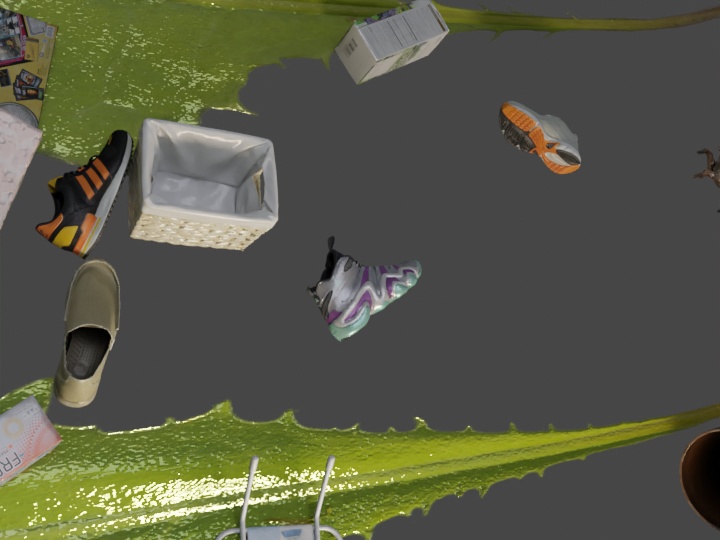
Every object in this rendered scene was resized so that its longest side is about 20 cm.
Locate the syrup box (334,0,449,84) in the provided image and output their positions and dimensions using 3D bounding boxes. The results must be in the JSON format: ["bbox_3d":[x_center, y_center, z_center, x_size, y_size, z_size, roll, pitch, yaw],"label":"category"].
[{"bbox_3d":[0.059,-0.413,1.591,0.199,0.079,0.082,-32,87,-36],"label":"syrup box"}]

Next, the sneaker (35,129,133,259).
[{"bbox_3d":[-0.377,-0.121,1.215,0.089,0.070,0.204,24,61,-23],"label":"sneaker"}]

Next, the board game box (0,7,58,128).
[{"bbox_3d":[-0.502,-0.268,1.224,0.133,0.035,0.204,14,64,-25],"label":"board game box"}]

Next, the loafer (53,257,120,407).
[{"bbox_3d":[-0.348,0.073,1.152,0.074,0.068,0.204,13,64,-25],"label":"loafer"}]

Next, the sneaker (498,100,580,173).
[{"bbox_3d":[0.345,-0.272,1.715,0.198,0.075,0.093,33,49,-24],"label":"sneaker"}]

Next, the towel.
[{"bbox_3d":[-0.530,-0.133,1.129,0.189,0.032,0.203,26,72,-20],"label":"towel"}]

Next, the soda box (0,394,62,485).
[{"bbox_3d":[-0.451,0.231,1.028,0.199,0.063,0.069,-36,90,-37],"label":"soda box"}]

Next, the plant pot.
[{"bbox_3d":[0.704,0.353,1.611,0.198,0.186,0.190,-13,76,-49],"label":"plant pot"}]

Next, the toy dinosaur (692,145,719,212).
[{"bbox_3d":[0.803,-0.201,1.948,0.136,0.085,0.201,49,37,-17],"label":"toy dinosaur"}]

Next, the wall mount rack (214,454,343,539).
[{"bbox_3d":[-0.096,0.341,1.185,0.196,0.074,0.177,6,67,-29],"label":"wall mount rack"}]

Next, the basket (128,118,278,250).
[{"bbox_3d":[-0.230,-0.116,1.267,0.196,0.123,0.138,7,66,-29],"label":"basket"}]

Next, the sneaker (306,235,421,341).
[{"bbox_3d":[0.000,0.000,1.384,0.199,0.078,0.141,-37,91,-36],"label":"sneaker"}]
